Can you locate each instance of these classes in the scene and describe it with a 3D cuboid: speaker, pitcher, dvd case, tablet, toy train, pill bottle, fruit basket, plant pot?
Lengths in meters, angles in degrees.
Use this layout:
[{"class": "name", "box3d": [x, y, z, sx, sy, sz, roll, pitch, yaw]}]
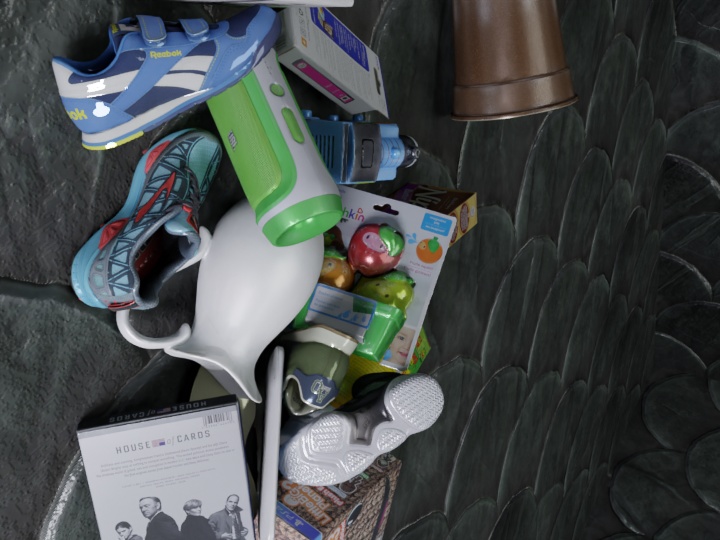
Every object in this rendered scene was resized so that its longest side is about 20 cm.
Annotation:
[{"class": "speaker", "box3d": [-0.089, -0.127, 0.656, 0.088, 0.088, 0.200, -9, 71, -55]}, {"class": "pitcher", "box3d": [-0.135, 0.011, 0.702, 0.171, 0.121, 0.200, 32, 71, -28]}, {"class": "dvd case", "box3d": [-0.187, 0.226, 0.688, 0.150, 0.025, 0.200, -8, 112, -14]}, {"class": "tablet", "box3d": [-0.101, 0.194, 0.764, 0.130, 0.014, 0.200, 122, -29, -68]}, {"class": "toy train", "box3d": [-0.009, -0.144, 0.827, 0.200, 0.114, 0.087, -13, 111, -54]}, {"class": "pill bottle", "box3d": [-0.023, 0.161, 0.914, 0.200, 0.109, 0.109, -54, 140, -32]}, {"class": "fruit basket", "box3d": [0.000, 0.000, 0.831, 0.094, 0.185, 0.200, 46, 63, -77]}, {"class": "plant pot", "box3d": [0.227, -0.350, 1.060, 0.200, 0.200, 0.199, -32, 119, -48]}]

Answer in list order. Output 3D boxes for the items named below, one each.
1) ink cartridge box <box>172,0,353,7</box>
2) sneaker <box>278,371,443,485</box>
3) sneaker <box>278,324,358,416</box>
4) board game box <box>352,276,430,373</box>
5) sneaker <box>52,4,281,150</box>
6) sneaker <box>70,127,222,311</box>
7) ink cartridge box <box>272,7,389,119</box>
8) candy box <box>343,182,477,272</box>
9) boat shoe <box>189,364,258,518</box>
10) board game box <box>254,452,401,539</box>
[{"class": "ink cartridge box", "box3d": [-0.120, -0.274, 0.589, 0.200, 0.145, 0.084, -22, 120, -51]}, {"class": "sneaker", "box3d": [-0.006, 0.178, 0.797, 0.200, 0.114, 0.076, -25, 94, -13]}, {"class": "sneaker", "box3d": [-0.067, 0.121, 0.787, 0.067, 0.200, 0.090, 25, 71, -13]}, {"class": "board game box", "box3d": [0.044, 0.089, 1.046, 0.102, 0.048, 0.200, -54, 140, -31]}, {"class": "sneaker", "box3d": [-0.159, -0.179, 0.572, 0.200, 0.074, 0.082, -32, 121, -9]}, {"class": "sneaker", "box3d": [-0.171, -0.044, 0.633, 0.200, 0.095, 0.079, -64, 145, -20]}, {"class": "ink cartridge box", "box3d": [-0.033, -0.249, 0.798, 0.200, 0.037, 0.095, 19, 58, -55]}, {"class": "candy box", "box3d": [0.071, -0.061, 0.974, 0.200, 0.117, 0.057, -38, 131, -44]}, {"class": "boat shoe", "box3d": [-0.153, 0.186, 0.774, 0.074, 0.063, 0.202, -7, 100, -14]}, {"class": "board game box", "box3d": [-0.050, 0.336, 0.915, 0.200, 0.097, 0.160, -25, 133, -51]}]
